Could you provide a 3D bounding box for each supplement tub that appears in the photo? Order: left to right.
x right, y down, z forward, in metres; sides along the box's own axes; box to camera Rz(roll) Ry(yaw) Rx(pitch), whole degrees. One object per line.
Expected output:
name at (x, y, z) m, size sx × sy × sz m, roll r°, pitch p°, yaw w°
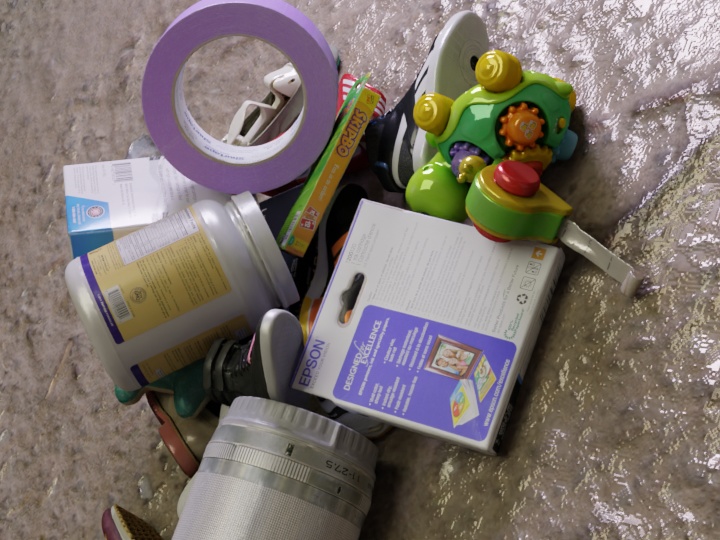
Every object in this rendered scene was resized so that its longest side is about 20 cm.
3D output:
supplement tub at (-0.176, 0.017, 1.364) m, size 0.200 × 0.146 × 0.145 m, roll -25°, pitch 39°, yaw -6°

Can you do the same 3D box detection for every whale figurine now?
whale figurine at (-0.211, 0.075, 1.464) m, size 0.159 × 0.104 × 0.200 m, roll -44°, pitch 39°, yaw -3°

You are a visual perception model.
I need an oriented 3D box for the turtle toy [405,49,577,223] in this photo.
turtle toy at (0.122, -0.118, 1.307) m, size 0.200 × 0.146 × 0.101 m, roll -32°, pitch 65°, yaw 30°

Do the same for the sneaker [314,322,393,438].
sneaker at (0.027, 0.059, 1.308) m, size 0.076 × 0.088 × 0.200 m, roll 12°, pitch 72°, yaw 52°

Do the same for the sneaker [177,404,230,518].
sneaker at (-0.100, 0.192, 1.374) m, size 0.112 × 0.073 × 0.200 m, roll 30°, pitch 95°, yaw 50°

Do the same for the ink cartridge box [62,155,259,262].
ink cartridge box at (-0.217, -0.057, 1.491) m, size 0.147 × 0.200 × 0.086 m, roll -111°, pitch 19°, yaw -54°

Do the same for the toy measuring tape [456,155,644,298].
toy measuring tape at (0.153, -0.038, 1.194) m, size 0.200 × 0.074 × 0.074 m, roll 42°, pitch 98°, yaw 28°

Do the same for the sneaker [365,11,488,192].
sneaker at (0.059, -0.178, 1.442) m, size 0.112 × 0.073 × 0.200 m, roll -3°, pitch 63°, yaw 45°

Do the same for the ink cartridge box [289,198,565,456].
ink cartridge box at (0.061, 0.048, 1.248) m, size 0.200 × 0.043 × 0.198 m, roll 16°, pitch 74°, yaw 22°

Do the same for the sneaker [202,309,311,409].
sneaker at (-0.105, 0.088, 1.280) m, size 0.099 × 0.200 × 0.071 m, roll 15°, pitch 63°, yaw 11°

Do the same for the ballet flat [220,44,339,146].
ballet flat at (-0.103, -0.201, 1.659) m, size 0.200 × 0.064 × 0.067 m, roll -52°, pitch 38°, yaw 6°

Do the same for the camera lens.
camera lens at (-0.082, 0.233, 1.242) m, size 0.160 × 0.160 × 0.200 m, roll -1°, pitch 63°, yaw 48°

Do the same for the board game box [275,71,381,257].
board game box at (-0.032, -0.109, 1.421) m, size 0.200 × 0.030 × 0.096 m, roll -67°, pitch 11°, yaw -2°

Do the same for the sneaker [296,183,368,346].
sneaker at (0.000, 0.000, 1.410) m, size 0.090 × 0.070 × 0.200 m, roll -1°, pitch 59°, yaw 26°

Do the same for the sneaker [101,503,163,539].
sneaker at (-0.241, 0.325, 1.423) m, size 0.090 × 0.075 × 0.200 m, roll -48°, pitch 37°, yaw 3°

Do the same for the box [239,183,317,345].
box at (-0.103, 0.013, 1.520) m, size 0.160 × 0.044 × 0.200 m, roll -19°, pitch 51°, yaw 40°

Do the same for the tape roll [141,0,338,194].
tape roll at (-0.123, -0.183, 1.420) m, size 0.200 × 0.200 × 0.066 m, roll -45°, pitch 13°, yaw 15°

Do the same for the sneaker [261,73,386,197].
sneaker at (-0.045, -0.154, 1.573) m, size 0.200 × 0.078 × 0.116 m, roll -11°, pitch 43°, yaw 37°

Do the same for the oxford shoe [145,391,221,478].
oxford shoe at (-0.183, 0.155, 1.496) m, size 0.075 × 0.071 × 0.200 m, roll -33°, pitch 30°, yaw -5°
